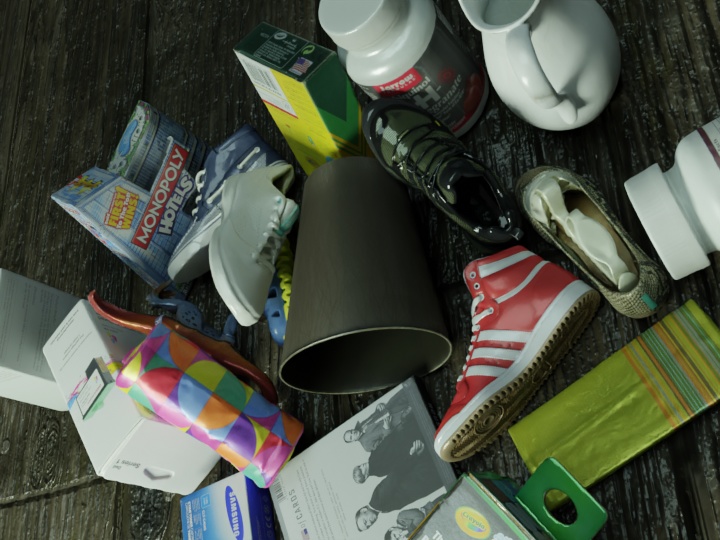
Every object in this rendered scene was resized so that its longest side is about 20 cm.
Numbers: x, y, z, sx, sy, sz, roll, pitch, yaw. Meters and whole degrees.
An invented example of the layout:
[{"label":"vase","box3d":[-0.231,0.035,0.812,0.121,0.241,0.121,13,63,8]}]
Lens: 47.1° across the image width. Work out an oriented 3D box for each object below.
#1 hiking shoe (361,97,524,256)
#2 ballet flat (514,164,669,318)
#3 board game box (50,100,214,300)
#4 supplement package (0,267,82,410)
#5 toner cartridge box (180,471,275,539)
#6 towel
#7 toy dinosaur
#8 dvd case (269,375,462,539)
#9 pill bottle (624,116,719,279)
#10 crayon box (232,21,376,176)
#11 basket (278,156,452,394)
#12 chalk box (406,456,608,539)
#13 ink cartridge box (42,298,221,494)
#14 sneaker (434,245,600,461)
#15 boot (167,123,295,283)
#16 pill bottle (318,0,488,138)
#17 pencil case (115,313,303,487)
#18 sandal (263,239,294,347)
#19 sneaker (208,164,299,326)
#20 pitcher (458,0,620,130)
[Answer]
[{"label":"hiking shoe","box3d":[0.082,-0.100,0.783,0.199,0.101,0.076,41,86,5]},{"label":"ballet flat","box3d":[0.197,-0.042,0.740,0.068,0.075,0.201,-44,52,13]},{"label":"board game box","box3d":[-0.260,-0.090,1.006,0.061,0.199,0.203,18,82,39]},{"label":"supplement package","box3d":[-0.408,0.094,1.034,0.115,0.199,0.119,-15,62,29]},{"label":"toner cartridge box","box3d":[-0.130,0.320,0.842,0.094,0.043,0.203,-27,57,23]},{"label":"towel","box3d":[0.222,0.115,0.697,0.199,0.018,0.087,-40,48,17]},{"label":"toy dinosaur","box3d":[-0.174,0.097,0.901,0.181,0.198,0.107,35,117,38]},{"label":"dvd case","box3d":[0.005,0.219,0.801,0.199,0.025,0.152,-37,54,18]},{"label":"pill bottle","box3d":[0.319,-0.078,0.647,0.198,0.109,0.111,-30,56,22]},{"label":"crayon box","box3d":[-0.045,-0.162,0.898,0.051,0.201,0.126,-45,50,-14]},{"label":"basket","box3d":[0.000,0.000,0.831,0.178,0.136,0.204,-19,57,28]},{"label":"chalk box","box3d":[0.108,0.241,0.645,0.201,0.123,0.124,-50,61,6]},{"label":"ink cartridge box","box3d":[-0.254,0.143,0.938,0.084,0.144,0.200,-48,51,8]},{"label":"sneaker","box3d":[0.114,0.069,0.755,0.201,0.071,0.112,-49,55,-1]},{"label":"boot","box3d":[-0.176,-0.081,1.014,0.200,0.073,0.091,-43,73,2]},{"label":"pill bottle","box3d":[0.045,-0.221,0.843,0.109,0.199,0.113,-14,63,29]},{"label":"pencil case","box3d":[-0.153,0.135,0.839,0.199,0.088,0.089,37,94,-5]},{"label":"sandal","box3d":[-0.112,0.009,0.929,0.086,0.080,0.202,-23,47,-1]},{"label":"sneaker","box3d":[-0.102,-0.039,0.859,0.087,0.076,0.203,-18,48,17]},{"label":"pitcher","box3d":[0.166,-0.190,0.744,0.120,0.199,0.175,-20,60,26]}]
